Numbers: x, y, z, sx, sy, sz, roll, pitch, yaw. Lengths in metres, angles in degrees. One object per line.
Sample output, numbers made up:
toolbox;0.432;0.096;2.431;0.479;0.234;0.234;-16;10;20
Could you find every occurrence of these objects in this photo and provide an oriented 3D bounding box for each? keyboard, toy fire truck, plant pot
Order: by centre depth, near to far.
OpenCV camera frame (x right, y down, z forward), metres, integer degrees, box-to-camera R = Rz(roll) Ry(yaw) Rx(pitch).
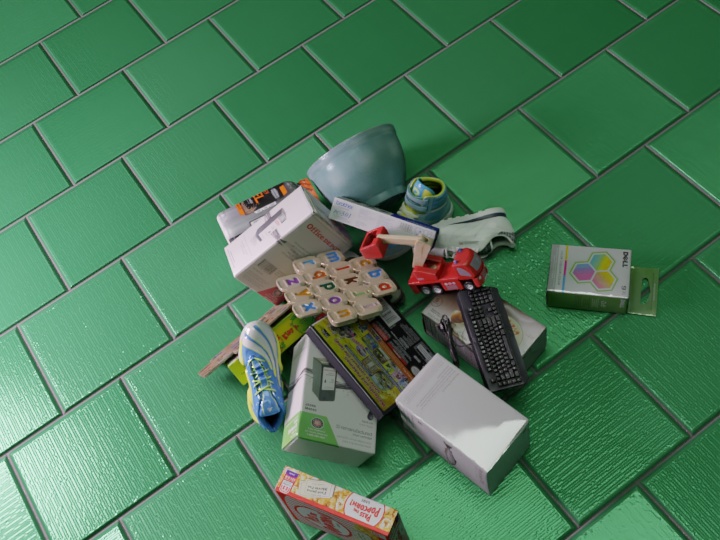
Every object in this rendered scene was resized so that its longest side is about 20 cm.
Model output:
keyboard;0.204;0.122;1.575;0.126;0.021;0.201;-17;58;3
toy fire truck;0.114;-0.022;1.622;0.199;0.141;0.049;-7;43;35
plant pot;0.012;-0.182;1.812;0.199;0.200;0.135;-29;83;-8

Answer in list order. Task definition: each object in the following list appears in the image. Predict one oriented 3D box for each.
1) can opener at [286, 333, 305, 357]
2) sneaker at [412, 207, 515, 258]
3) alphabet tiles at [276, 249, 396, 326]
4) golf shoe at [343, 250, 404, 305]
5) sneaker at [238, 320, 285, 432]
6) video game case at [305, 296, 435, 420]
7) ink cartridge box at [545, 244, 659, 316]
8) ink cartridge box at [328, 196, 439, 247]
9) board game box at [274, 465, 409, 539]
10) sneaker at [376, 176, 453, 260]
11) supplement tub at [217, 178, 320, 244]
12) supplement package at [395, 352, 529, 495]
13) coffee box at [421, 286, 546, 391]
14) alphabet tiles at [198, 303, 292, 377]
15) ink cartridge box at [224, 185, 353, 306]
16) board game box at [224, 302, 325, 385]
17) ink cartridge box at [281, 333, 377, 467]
can opener;-0.048;0.108;1.691;0.199;0.063;0.079;-25;56;5
sneaker;0.200;-0.056;1.755;0.198;0.076;0.081;-18;66;1
alphabet tiles;-0.044;0.030;1.637;0.194;0.015;0.200;-15;39;-20
golf shoe;0.000;0.000;1.746;0.199;0.088;0.077;30;69;27
sneaker;-0.160;0.190;1.573;0.075;0.202;0.105;-14;26;-16
video game case;0.029;0.140;1.600;0.180;0.026;0.200;-31;75;-41
ink cartridge box;0.445;0.017;1.665;0.198;0.059;0.104;6;59;14
ink cartridge box;0.046;-0.088;1.698;0.199;0.094;0.045;19;98;6
board game box;-0.027;0.394;1.465;0.199;0.152;0.047;17;62;21
sneaker;0.090;-0.112;1.772;0.199;0.131;0.080;-37;60;-12
supplement tub;-0.176;-0.100;1.820;0.199;0.123;0.123;-26;57;-7
supplement package;0.174;0.258;1.532;0.199;0.117;0.117;35;70;28
coffee box;0.222;0.107;1.639;0.200;0.080;0.114;35;71;28
alphabet tiles;-0.217;0.129;1.677;0.200;0.167;0.008;-41;98;-15
ink cartridge box;-0.135;-0.045;1.728;0.199;0.146;0.085;-36;50;12
board game box;-0.160;0.122;1.680;0.200;0.102;0.048;-41;101;-10
ink cartridge box;-0.048;0.222;1.583;0.144;0.084;0.201;16;57;-18
